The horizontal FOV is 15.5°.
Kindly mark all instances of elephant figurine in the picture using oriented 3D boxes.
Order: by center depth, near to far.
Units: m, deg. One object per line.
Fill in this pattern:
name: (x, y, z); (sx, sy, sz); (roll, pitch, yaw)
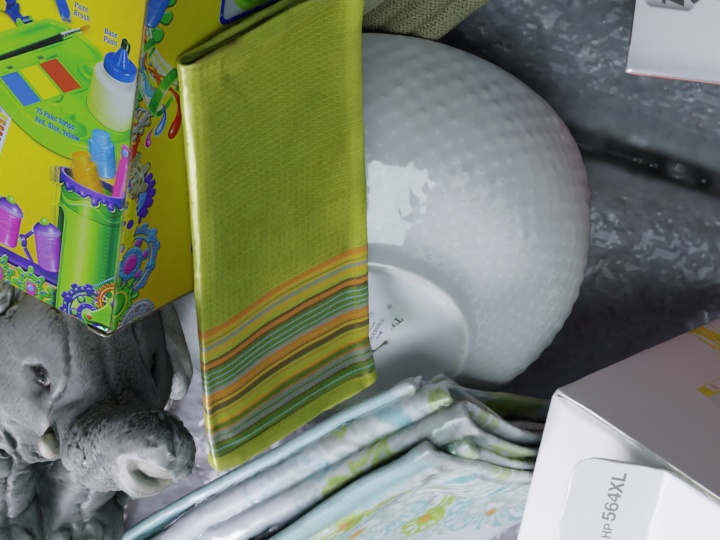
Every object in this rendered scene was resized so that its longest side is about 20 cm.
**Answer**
elephant figurine: (-0.116, 0.031, 1.053); (0.155, 0.142, 0.200); (38, 146, 5)

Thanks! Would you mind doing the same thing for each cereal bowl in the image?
cereal bowl: (0.000, 0.000, 1.119); (0.200, 0.083, 0.200); (1, 137, 0)

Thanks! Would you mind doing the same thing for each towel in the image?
towel: (-0.029, -0.014, 0.999); (0.086, 0.018, 0.200); (-34, 141, -32)
towel: (-0.002, 0.110, 1.164); (0.200, 0.048, 0.171); (-29, 159, 23)

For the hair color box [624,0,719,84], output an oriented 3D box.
hair color box: (0.213, -0.117, 1.057); (0.200, 0.061, 0.102); (9, 102, 11)

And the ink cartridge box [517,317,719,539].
ink cartridge box: (0.163, 0.111, 1.138); (0.200, 0.125, 0.129); (-21, 132, -41)

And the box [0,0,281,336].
box: (-0.122, -0.115, 0.998); (0.200, 0.122, 0.193); (27, 124, 27)

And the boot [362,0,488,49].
boot: (0.013, -0.185, 1.045); (0.155, 0.073, 0.200); (30, 118, -17)
